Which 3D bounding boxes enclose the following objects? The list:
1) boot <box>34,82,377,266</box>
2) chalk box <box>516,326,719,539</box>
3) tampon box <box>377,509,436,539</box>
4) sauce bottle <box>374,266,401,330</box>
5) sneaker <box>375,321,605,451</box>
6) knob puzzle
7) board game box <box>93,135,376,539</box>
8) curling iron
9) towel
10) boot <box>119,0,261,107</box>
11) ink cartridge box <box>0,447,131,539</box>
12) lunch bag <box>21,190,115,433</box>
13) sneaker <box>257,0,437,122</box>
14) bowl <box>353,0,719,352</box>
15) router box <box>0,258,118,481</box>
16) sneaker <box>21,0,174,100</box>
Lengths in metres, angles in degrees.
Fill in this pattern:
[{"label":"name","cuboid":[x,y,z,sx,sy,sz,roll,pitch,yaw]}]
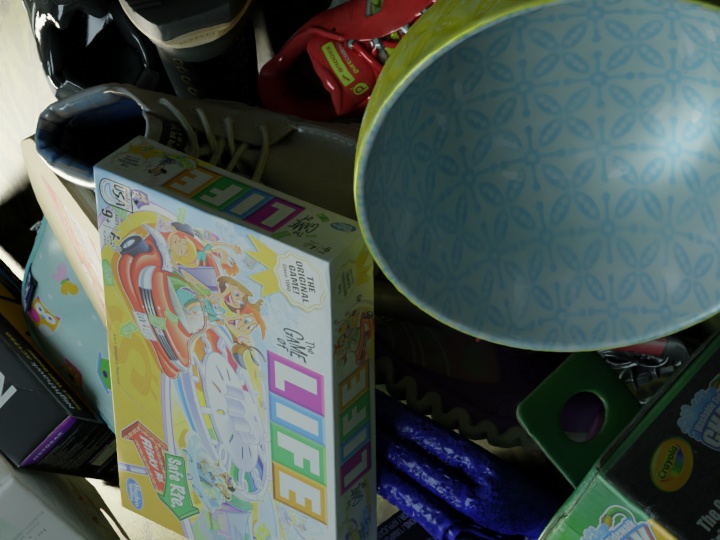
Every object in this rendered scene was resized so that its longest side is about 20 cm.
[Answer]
[{"label":"boot","cuboid":[-0.065,-0.046,1.159,0.200,0.096,0.074,5,82,41]},{"label":"chalk box","cuboid":[0.157,0.120,1.118,0.200,0.125,0.124,40,142,11]},{"label":"tampon box","cuboid":[0.065,0.239,1.323,0.200,0.150,0.126,40,144,23]},{"label":"sauce bottle","cuboid":[0.000,0.000,1.203,0.200,0.065,0.065,-23,100,23]},{"label":"sneaker","cuboid":[0.039,0.022,1.254,0.200,0.080,0.089,27,102,21]},{"label":"knob puzzle","cuboid":[-0.127,0.002,1.317,0.220,0.030,0.220,57,168,18]},{"label":"board game box","cuboid":[-0.056,0.049,1.136,0.134,0.034,0.200,21,130,29]},{"label":"curling iron","cuboid":[0.063,0.028,1.162,0.200,0.026,0.050,11,140,-7]},{"label":"towel","cuboid":[0.026,0.100,1.235,0.148,0.050,0.200,27,175,21]},{"label":"boot","cuboid":[-0.071,-0.108,1.226,0.200,0.077,0.138,-98,-4,-64]},{"label":"ink cartridge box","cuboid":[-0.208,0.146,1.559,0.161,0.050,0.200,48,177,46]},{"label":"lunch bag","cuboid":[-0.114,0.030,1.439,0.200,0.077,0.160,45,144,16]},{"label":"sneaker","cuboid":[0.021,-0.104,1.160,0.200,0.085,0.077,-22,100,55]},{"label":"bowl","cuboid":[0.094,-0.071,1.058,0.108,0.200,0.200,-94,7,-48]},{"label":"router box","cuboid":[-0.229,0.044,1.541,0.200,0.051,0.149,46,-174,17]},{"label":"sneaker","cuboid":[-0.139,-0.108,1.313,0.200,0.066,0.091,73,178,-55]}]
